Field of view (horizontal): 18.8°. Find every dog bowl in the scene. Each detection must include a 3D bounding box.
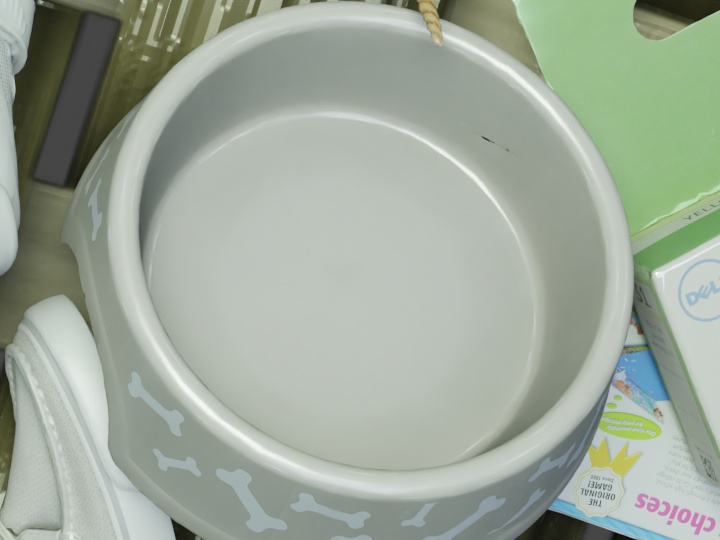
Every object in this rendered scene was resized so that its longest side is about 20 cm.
[{"bbox_3d":[0.000,0.000,0.724,0.199,0.059,0.201,5,66,-12],"label":"dog bowl"}]

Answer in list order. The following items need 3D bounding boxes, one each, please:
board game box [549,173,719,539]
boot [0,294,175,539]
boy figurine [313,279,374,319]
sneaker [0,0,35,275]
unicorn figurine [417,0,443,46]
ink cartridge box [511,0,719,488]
[{"bbox_3d":[0.173,0.056,0.854,0.199,0.034,0.135,21,96,-19],"label":"board game box"},{"bbox_3d":[-0.115,0.115,0.765,0.095,0.074,0.201,-19,108,-18],"label":"boot"},{"bbox_3d":[-0.002,0.103,0.802,0.124,0.064,0.201,-22,104,-12],"label":"boy figurine"},{"bbox_3d":[-0.115,-0.099,0.686,0.115,0.075,0.201,-14,85,-36],"label":"sneaker"},{"bbox_3d":[0.017,-0.193,0.740,0.137,0.074,0.200,-37,93,-4],"label":"unicorn figurine"},{"bbox_3d":[0.158,-0.035,0.786,0.145,0.048,0.200,-27,110,-8],"label":"ink cartridge box"}]
